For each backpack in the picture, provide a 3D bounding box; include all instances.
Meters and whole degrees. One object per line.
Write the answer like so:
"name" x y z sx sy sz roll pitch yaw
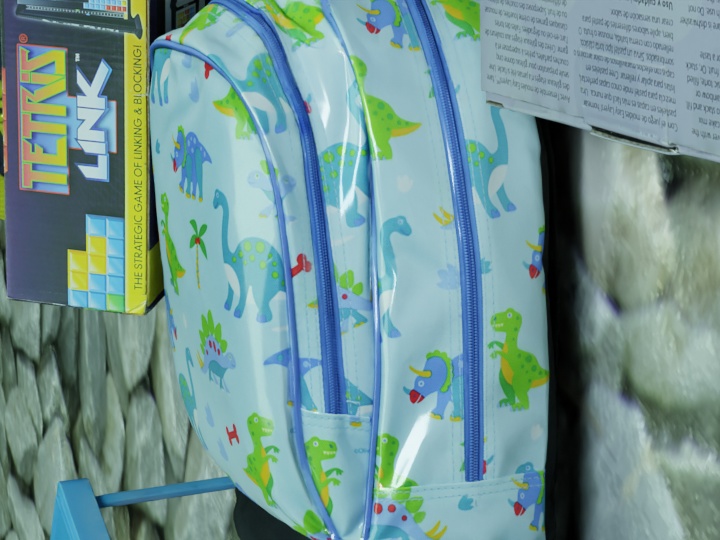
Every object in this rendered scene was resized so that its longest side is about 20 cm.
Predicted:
"backpack" 0.000 0.000 0.802 0.163 0.153 0.202 -139 60 -69

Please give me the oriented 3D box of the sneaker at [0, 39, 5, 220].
"sneaker" -0.128 -0.102 0.940 0.201 0.073 0.083 81 -158 -51

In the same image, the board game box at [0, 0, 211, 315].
"board game box" -0.072 -0.096 0.908 0.200 0.056 0.167 -53 -32 -67

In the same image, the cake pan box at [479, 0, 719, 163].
"cake pan box" 0.085 -0.125 0.639 0.200 0.052 0.186 -157 65 -66

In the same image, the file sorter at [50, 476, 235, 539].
"file sorter" -0.041 0.192 0.961 0.201 0.122 0.139 -117 29 -42
